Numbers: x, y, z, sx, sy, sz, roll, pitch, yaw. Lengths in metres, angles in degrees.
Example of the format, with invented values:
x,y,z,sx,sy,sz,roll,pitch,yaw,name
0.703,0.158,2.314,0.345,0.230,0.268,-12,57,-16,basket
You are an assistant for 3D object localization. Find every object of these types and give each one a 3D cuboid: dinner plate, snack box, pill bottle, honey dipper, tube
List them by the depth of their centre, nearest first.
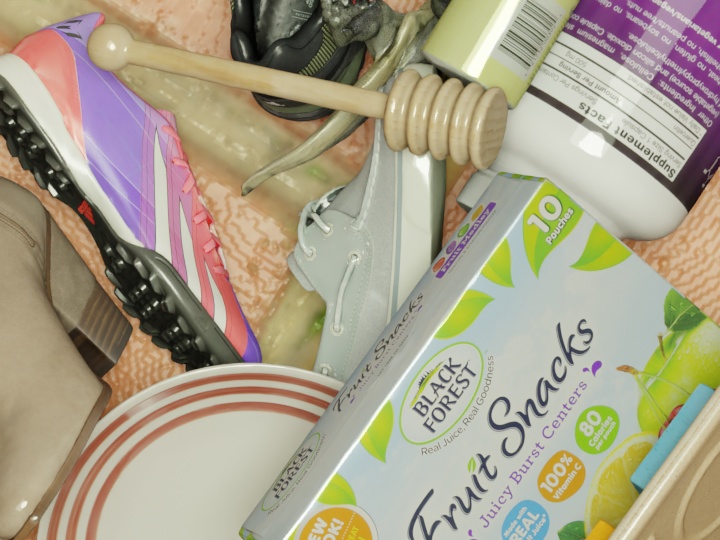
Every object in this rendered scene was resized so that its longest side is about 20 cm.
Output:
x,y,z,sx,sy,sz,roll,pitch,yaw,name
0.062,0.077,1.239,0.142,0.053,0.200,38,82,-21,snack box
-0.032,-0.084,1.266,0.199,0.038,0.038,14,87,20,honey dipper
0.099,-0.169,1.268,0.052,0.058,0.200,32,91,-14,tube
0.131,-0.094,1.319,0.112,0.112,0.200,34,89,4,pill bottle
-0.053,0.133,1.329,0.199,0.024,0.201,-1,109,-3,dinner plate

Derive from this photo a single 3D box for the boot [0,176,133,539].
x,y,z,sx,sy,sz,roll,pitch,yaw,name
-0.183,0.025,1.295,0.146,0.200,0.070,39,116,-13,boot

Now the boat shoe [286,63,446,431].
x,y,z,sx,sy,sz,roll,pitch,yaw,name
0.000,0.000,1.315,0.071,0.070,0.201,7,110,5,boat shoe

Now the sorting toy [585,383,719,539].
x,y,z,sx,sy,sz,roll,pitch,yaw,name
0.137,0.130,1.249,0.036,0.185,0.200,28,79,26,sorting toy

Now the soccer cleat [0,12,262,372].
x,y,z,sx,sy,sz,roll,pitch,yaw,name
-0.099,-0.032,1.350,0.073,0.068,0.200,-37,90,-22,soccer cleat

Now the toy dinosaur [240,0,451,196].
x,y,z,sx,sy,sz,roll,pitch,yaw,name
0.020,-0.113,1.316,0.200,0.088,0.047,-39,62,-18,toy dinosaur

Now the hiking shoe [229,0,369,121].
x,y,z,sx,sy,sz,roll,pitch,yaw,name
-0.018,-0.173,1.331,0.075,0.101,0.201,8,86,13,hiking shoe
